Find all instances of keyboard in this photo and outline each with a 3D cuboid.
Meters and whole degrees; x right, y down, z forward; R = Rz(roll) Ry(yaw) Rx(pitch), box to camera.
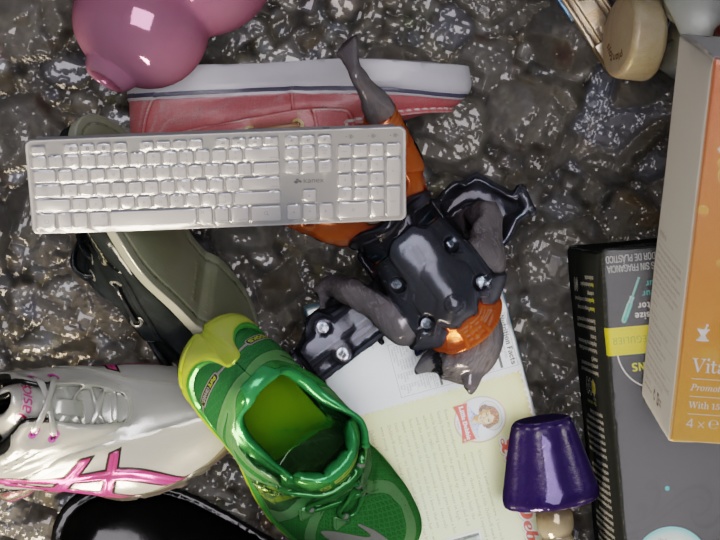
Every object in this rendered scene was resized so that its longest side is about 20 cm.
[{"bbox_3d":[-0.075,-0.048,1.382,0.198,0.011,0.057,-2,116,-2],"label":"keyboard"}]

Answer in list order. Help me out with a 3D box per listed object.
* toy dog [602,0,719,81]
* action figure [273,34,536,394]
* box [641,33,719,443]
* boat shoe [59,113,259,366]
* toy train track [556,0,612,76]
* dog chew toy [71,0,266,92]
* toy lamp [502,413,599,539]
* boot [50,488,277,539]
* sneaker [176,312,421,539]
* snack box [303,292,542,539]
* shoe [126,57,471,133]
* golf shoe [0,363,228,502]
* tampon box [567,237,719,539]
[{"bbox_3d":[0.200,-0.189,1.501,0.131,0.096,0.201,-14,95,-22],"label":"toy dog"},{"bbox_3d":[0.000,0.000,1.454,0.200,0.105,0.193,-44,104,1],"label":"action figure"},{"bbox_3d":[0.223,-0.015,1.366,0.123,0.098,0.202,4,102,-3],"label":"box"},{"bbox_3d":[-0.128,-0.008,1.469,0.066,0.200,0.075,-12,52,24],"label":"boat shoe"},{"bbox_3d":[0.103,-0.204,1.532,0.114,0.033,0.201,-33,94,-2],"label":"toy train track"},{"bbox_3d":[-0.092,-0.189,1.465,0.124,0.125,0.201,32,79,-4],"label":"dog chew toy"},{"bbox_3d":[0.114,0.183,1.494,0.058,0.058,0.202,-6,94,-3],"label":"toy lamp"},{"bbox_3d":[-0.074,0.180,1.466,0.210,0.158,0.080,18,90,-4],"label":"boot"},{"bbox_3d":[-0.028,0.107,1.440,0.074,0.084,0.200,-46,127,-6],"label":"sneaker"},{"bbox_3d":[0.048,0.103,1.533,0.115,0.037,0.201,-15,92,-3],"label":"snack box"},{"bbox_3d":[-0.035,-0.074,1.511,0.198,0.071,0.092,-2,93,2],"label":"shoe"},{"bbox_3d":[-0.163,0.090,1.469,0.199,0.092,0.073,-10,70,10],"label":"golf shoe"},{"bbox_3d":[0.206,0.079,1.497,0.149,0.126,0.202,-6,92,-3],"label":"tampon box"}]
